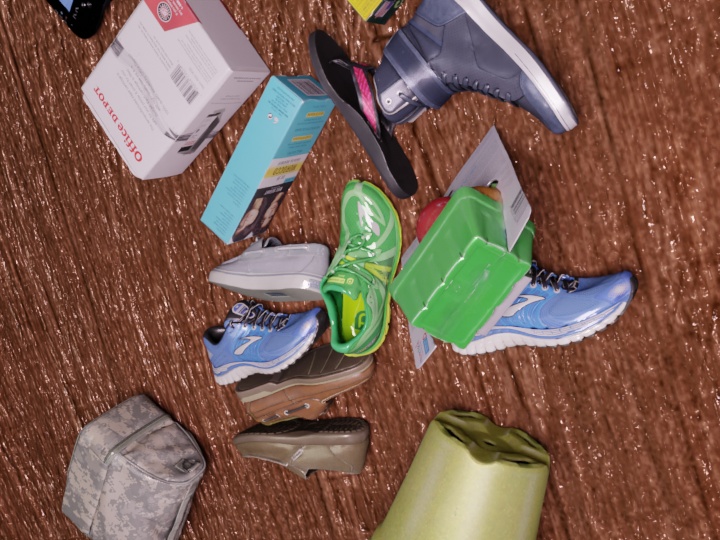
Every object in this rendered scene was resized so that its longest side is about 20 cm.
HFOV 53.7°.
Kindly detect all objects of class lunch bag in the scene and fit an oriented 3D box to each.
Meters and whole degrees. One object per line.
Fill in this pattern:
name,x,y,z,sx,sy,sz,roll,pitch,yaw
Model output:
lunch bag,-0.317,0.310,1.023,0.167,0.139,0.201,34,117,18

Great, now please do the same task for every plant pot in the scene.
plant pot,0.113,0.260,0.761,0.199,0.200,0.186,20,100,23

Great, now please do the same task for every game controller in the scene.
game controller,-0.403,-0.406,0.943,0.200,0.042,0.104,49,120,10

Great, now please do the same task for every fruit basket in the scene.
fruit basket,0.099,-0.027,0.693,0.093,0.201,0.186,28,117,-11

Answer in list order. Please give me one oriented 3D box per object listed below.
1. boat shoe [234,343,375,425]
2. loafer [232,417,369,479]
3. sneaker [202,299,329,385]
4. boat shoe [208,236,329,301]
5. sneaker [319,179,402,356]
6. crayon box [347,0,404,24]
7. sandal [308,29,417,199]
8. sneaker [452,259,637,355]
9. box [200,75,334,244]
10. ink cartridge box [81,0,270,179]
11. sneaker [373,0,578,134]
boat shoe,-0.060,0.144,0.887,0.198,0.072,0.068,-16,112,30
loafer,-0.078,0.229,0.908,0.198,0.076,0.068,-7,93,30
sneaker,-0.127,0.080,0.889,0.199,0.079,0.090,-21,104,31
boat shoe,-0.110,-0.004,0.874,0.199,0.070,0.072,0,71,42
sneaker,0.000,0.000,0.797,0.073,0.083,0.203,4,97,27
crayon box,-0.006,-0.373,0.727,0.127,0.051,0.201,-42,82,30
sandal,0.014,-0.173,0.758,0.045,0.075,0.201,-29,96,34
sneaker,0.171,0.026,0.709,0.198,0.078,0.090,-13,99,31
box,-0.108,-0.128,0.828,0.049,0.082,0.201,40,118,13
ink cartridge box,-0.229,-0.231,0.868,0.200,0.083,0.147,-39,83,30
sneaker,0.103,-0.174,0.695,0.146,0.077,0.203,-44,71,19
